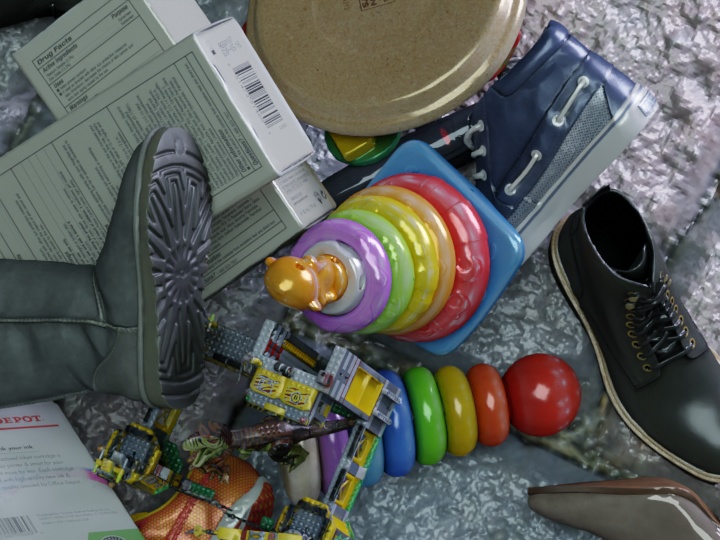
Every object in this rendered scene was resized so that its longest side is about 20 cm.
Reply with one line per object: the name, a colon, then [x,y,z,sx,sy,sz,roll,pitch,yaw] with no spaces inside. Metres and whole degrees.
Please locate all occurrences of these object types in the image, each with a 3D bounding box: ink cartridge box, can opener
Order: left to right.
ink cartridge box: [-0.223,0.148,1.654,0.117,0.067,0.200,-2,40,-38]
can opener: [0.061,-0.081,1.746,0.199,0.063,0.079,-20,68,-3]

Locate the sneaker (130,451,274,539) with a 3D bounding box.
sneaker: [-0.135,0.204,1.699,0.077,0.073,0.200,30,73,22]

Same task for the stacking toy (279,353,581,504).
stacking toy: [0.046,0.096,1.710,0.199,0.085,0.086,-8,79,-7]

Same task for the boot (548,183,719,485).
boot: [0.187,0.042,1.684,0.077,0.138,0.200,-36,83,-7]

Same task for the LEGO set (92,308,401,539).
LEGO set: [-0.078,0.089,1.608,0.200,0.116,0.154,29,85,27]

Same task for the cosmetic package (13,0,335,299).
cosmetic package: [-0.119,-0.089,1.704,0.103,0.073,0.200,-33,91,22]

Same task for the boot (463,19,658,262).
boot: [0.096,-0.065,1.707,0.090,0.073,0.200,40,110,-2]

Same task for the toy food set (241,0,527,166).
toy food set: [0.014,-0.172,1.750,0.198,0.049,0.200,-30,60,2]

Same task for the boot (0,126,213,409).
boot: [-0.190,0.002,1.595,0.199,0.072,0.183,4,88,32]

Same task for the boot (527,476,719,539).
boot: [0.208,0.205,1.693,0.199,0.070,0.147,-2,92,14]

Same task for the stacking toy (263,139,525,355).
stacking toy: [0.000,0.000,1.621,0.116,0.200,0.110,45,117,16]

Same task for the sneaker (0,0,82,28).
sneaker: [-0.169,-0.195,1.768,0.199,0.076,0.091,-23,90,0]

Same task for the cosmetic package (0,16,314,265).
cosmetic package: [-0.141,-0.060,1.633,0.200,0.073,0.104,-29,94,23]
